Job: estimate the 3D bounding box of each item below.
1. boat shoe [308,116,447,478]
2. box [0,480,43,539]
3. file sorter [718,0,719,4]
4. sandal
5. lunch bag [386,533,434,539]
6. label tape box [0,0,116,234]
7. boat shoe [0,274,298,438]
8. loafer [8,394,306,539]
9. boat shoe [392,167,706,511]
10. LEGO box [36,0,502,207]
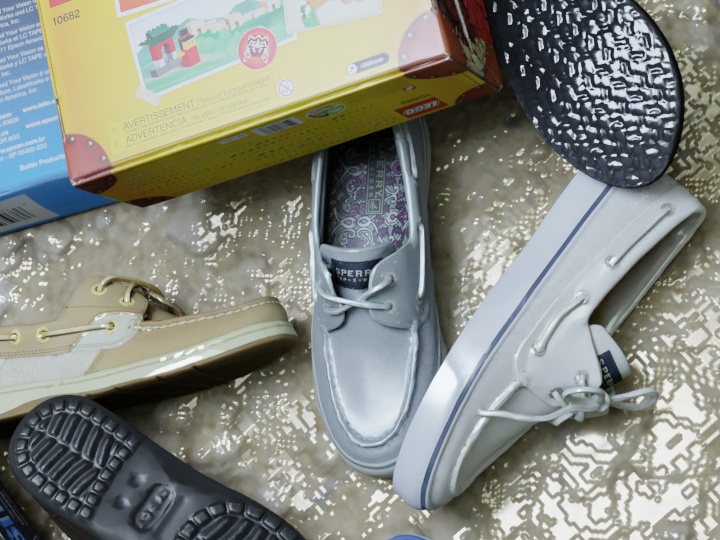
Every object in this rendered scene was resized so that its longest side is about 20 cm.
[{"bbox_3d":[0.001,-0.001,0.945,0.070,0.072,0.201,-5,75,17],"label":"boat shoe"},{"bbox_3d":[-0.253,0.174,0.949,0.198,0.050,0.200,-32,101,9],"label":"box"},{"bbox_3d":[0.223,-0.215,0.873,0.139,0.123,0.200,-14,70,-14],"label":"file sorter"},{"bbox_3d":[0.090,-0.122,0.920,0.075,0.045,0.200,-46,67,18],"label":"sandal"},{"bbox_3d":[0.044,0.230,0.861,0.160,0.076,0.200,20,84,33],"label":"lunch bag"},{"bbox_3d":[-0.187,-0.128,1.043,0.143,0.066,0.200,-15,71,14],"label":"label tape box"},{"bbox_3d":[-0.130,0.036,0.978,0.200,0.074,0.067,-14,78,15],"label":"boat shoe"},{"bbox_3d":[-0.085,0.137,0.947,0.200,0.071,0.073,41,72,8],"label":"loafer"},{"bbox_3d":[0.100,0.041,0.908,0.086,0.075,0.202,32,79,20],"label":"boat shoe"},{"bbox_3d":[-0.051,-0.132,0.913,0.200,0.077,0.149,-16,77,19],"label":"LEGO box"}]
